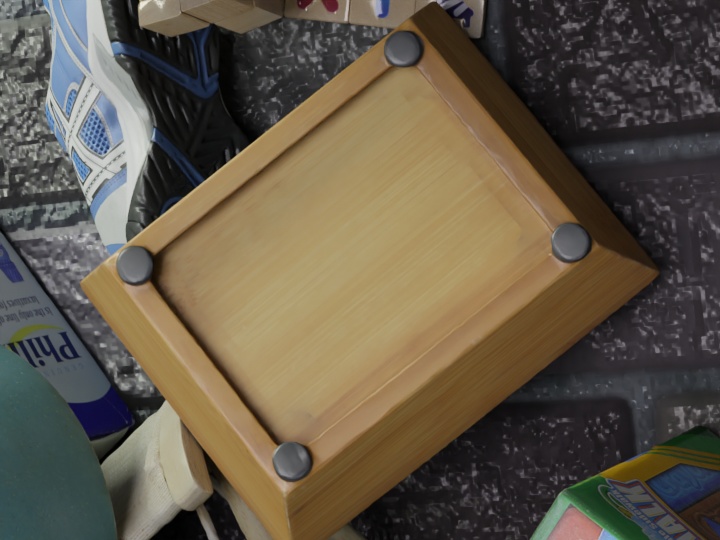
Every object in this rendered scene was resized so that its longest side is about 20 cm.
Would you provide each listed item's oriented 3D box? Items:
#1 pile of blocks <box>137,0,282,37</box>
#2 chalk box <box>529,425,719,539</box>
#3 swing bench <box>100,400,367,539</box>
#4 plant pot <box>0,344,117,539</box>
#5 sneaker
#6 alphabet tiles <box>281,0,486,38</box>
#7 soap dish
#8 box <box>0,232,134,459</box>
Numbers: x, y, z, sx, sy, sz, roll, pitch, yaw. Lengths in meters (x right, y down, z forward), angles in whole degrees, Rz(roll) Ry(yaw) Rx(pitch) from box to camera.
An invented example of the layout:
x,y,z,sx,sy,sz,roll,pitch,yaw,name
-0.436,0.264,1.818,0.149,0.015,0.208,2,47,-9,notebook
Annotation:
x,y,z,sx,sy,sz,roll,pitch,yaw,name
-0.029,-0.187,1.210,0.082,0.062,0.200,46,106,30,pile of blocks
0.116,0.159,1.094,0.124,0.200,0.125,39,111,19,chalk box
-0.083,0.177,1.241,0.199,0.130,0.200,-46,74,24,swing bench
-0.222,0.127,1.176,0.200,0.135,0.201,1,91,31,plant pot
-0.097,-0.055,1.266,0.077,0.076,0.201,-7,92,50,sneaker
0.031,-0.188,1.211,0.199,0.008,0.168,9,99,27,alphabet tiles
0.000,0.000,1.168,0.200,0.081,0.157,-38,76,-1,soap dish
-0.244,0.058,1.325,0.184,0.105,0.200,-43,75,24,box
